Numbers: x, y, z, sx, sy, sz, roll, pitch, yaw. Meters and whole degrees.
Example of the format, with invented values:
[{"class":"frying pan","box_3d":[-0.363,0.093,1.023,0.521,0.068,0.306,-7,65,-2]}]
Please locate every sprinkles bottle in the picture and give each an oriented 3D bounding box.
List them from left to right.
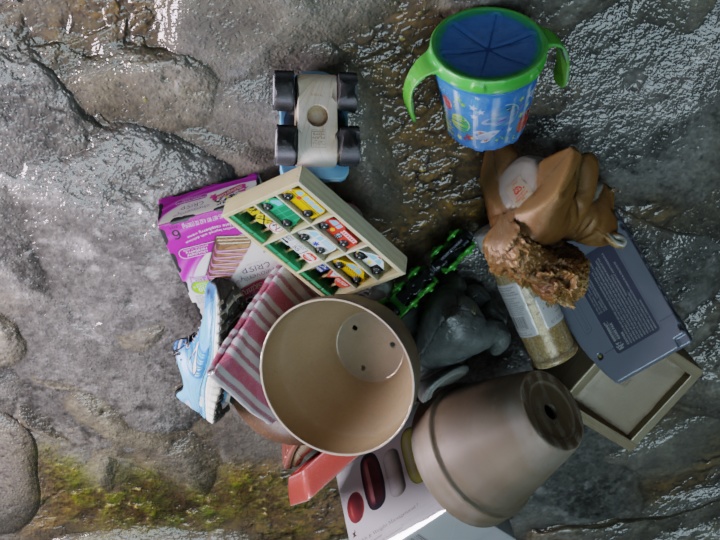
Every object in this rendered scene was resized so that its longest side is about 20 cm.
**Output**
[{"class":"sprinkles bottle","box_3d":[0.218,0.028,1.703,0.068,0.068,0.200,-23,101,10]}]

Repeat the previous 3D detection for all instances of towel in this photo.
[{"class":"towel","box_3d":[-0.099,0.086,1.657,0.200,0.030,0.146,-57,136,-12]}]

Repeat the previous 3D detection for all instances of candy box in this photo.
[{"class":"candy box","box_3d":[-0.164,-0.016,1.664,0.136,0.061,0.200,-15,130,6]}]

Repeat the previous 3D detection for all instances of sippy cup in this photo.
[{"class":"sippy cup","box_3d":[0.147,-0.216,1.519,0.177,0.140,0.131,13,141,13]}]

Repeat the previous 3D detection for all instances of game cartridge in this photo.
[{"class":"game cartridge","box_3d":[0.332,0.040,1.716,0.133,0.200,0.041,-31,164,17]}]

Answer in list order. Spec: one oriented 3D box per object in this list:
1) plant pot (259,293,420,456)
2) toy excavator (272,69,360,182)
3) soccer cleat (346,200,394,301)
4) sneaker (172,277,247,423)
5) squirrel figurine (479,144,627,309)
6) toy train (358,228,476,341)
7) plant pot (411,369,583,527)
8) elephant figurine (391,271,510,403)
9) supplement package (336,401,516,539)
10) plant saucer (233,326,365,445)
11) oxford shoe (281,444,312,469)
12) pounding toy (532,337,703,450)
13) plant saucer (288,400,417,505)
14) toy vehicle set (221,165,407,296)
[{"class":"plant pot","box_3d":[-0.009,0.114,1.625,0.200,0.134,0.201,5,105,18]},{"class":"toy excavator","box_3d":[-0.058,-0.134,1.570,0.100,0.200,0.195,-1,84,-6]},{"class":"soccer cleat","box_3d":[0.000,0.000,1.687,0.068,0.085,0.200,-16,128,4]},{"class":"sneaker","box_3d":[-0.204,0.099,1.664,0.090,0.078,0.200,19,115,17]},{"class":"squirrel figurine","box_3d":[0.245,-0.054,1.630,0.186,0.141,0.200,24,78,-44]},{"class":"toy train","box_3d":[0.075,0.020,1.705,0.200,0.056,0.042,-44,82,4]},{"class":"plant pot","box_3d":[0.197,0.220,1.736,0.200,0.200,0.173,29,134,-27]},{"class":"elephant figurine","box_3d":[0.099,0.113,1.755,0.155,0.142,0.200,30,116,-31]},{"class":"supplement package","box_3d":[0.088,0.333,1.883,0.191,0.200,0.147,-36,130,19]},{"class":"plant saucer","box_3d":[-0.079,0.134,1.735,0.200,0.037,0.201,1,87,-15]},{"class":"oxford shoe","box_3d":[-0.072,0.236,1.841,0.074,0.071,0.200,1,155,-10]},{"class":"pounding toy","box_3d":[0.363,0.150,1.848,0.200,0.142,0.184,31,107,-28]},{"class":"plant saucer","box_3d":[-0.022,0.244,1.800,0.200,0.200,0.037,-41,88,-15]},{"class":"toy vehicle set","box_3d":[-0.053,-0.040,1.561,0.124,0.027,0.200,-22,134,35]}]
